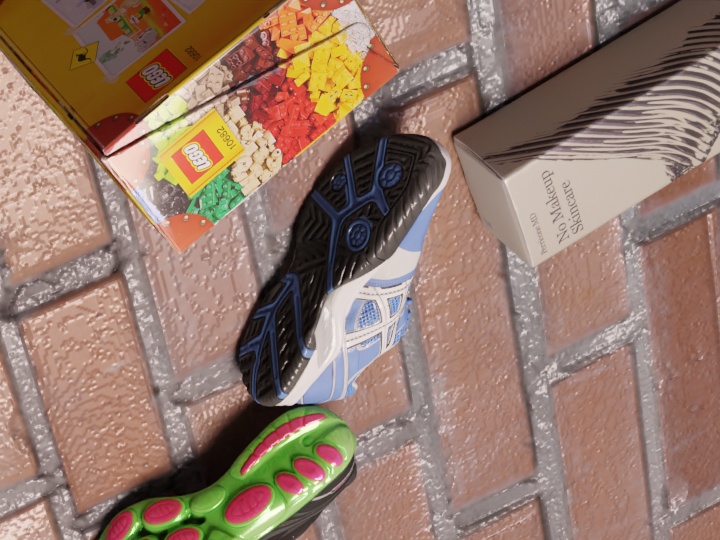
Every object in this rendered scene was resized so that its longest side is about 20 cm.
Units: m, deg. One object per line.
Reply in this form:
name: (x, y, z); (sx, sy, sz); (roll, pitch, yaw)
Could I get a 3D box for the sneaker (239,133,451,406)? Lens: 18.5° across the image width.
sneaker: (0.000, 0.000, 1.379); (0.077, 0.076, 0.200); (12, 120, -43)

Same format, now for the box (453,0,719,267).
box: (0.165, -0.092, 1.419); (0.200, 0.068, 0.082); (-33, 129, -11)

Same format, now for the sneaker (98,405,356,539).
sneaker: (-0.083, 0.166, 1.417); (0.200, 0.077, 0.084); (-30, 150, 3)

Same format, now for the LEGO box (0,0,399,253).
LEGO box: (-0.096, -0.122, 1.155); (0.149, 0.200, 0.077); (-40, 130, -4)
